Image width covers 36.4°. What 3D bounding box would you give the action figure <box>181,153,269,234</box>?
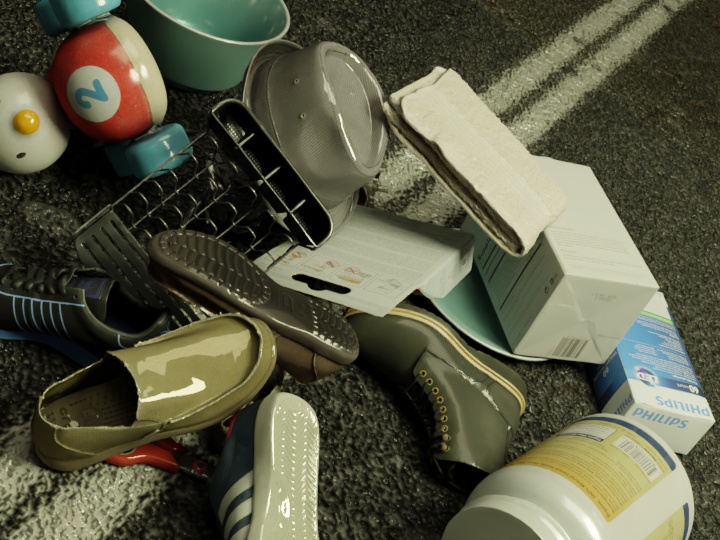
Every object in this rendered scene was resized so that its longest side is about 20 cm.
[{"bbox_3d":[-0.111,-0.092,1.108,0.199,0.118,0.103,-17,85,-54],"label":"action figure"}]

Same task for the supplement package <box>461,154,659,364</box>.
[{"bbox_3d":[0.208,-0.016,1.185,0.120,0.120,0.201,8,41,-23],"label":"supplement package"}]

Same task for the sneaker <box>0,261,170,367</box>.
[{"bbox_3d":[-0.250,0.023,0.901,0.199,0.078,0.070,24,36,-9],"label":"sneaker"}]

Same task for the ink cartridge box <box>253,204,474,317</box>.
[{"bbox_3d":[0.000,0.000,1.079,0.161,0.058,0.200,16,35,25],"label":"ink cartridge box"}]

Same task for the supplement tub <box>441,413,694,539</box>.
[{"bbox_3d":[0.171,0.215,0.904,0.199,0.145,0.144,-18,57,-46],"label":"supplement tub"}]

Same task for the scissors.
[{"bbox_3d":[-0.143,0.158,0.872,0.199,0.014,0.073,34,35,4],"label":"scissors"}]

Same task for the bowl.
[{"bbox_3d":[-0.193,-0.284,1.287,0.199,0.105,0.202,19,36,-15],"label":"bowl"}]

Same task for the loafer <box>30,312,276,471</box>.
[{"bbox_3d":[-0.155,0.089,0.825,0.199,0.068,0.076,-27,70,-11],"label":"loafer"}]

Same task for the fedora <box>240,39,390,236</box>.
[{"bbox_3d":[-0.031,-0.139,1.059,0.176,0.090,0.202,17,61,-49],"label":"fedora"}]

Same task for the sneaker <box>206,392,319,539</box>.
[{"bbox_3d":[-0.081,0.195,0.823,0.075,0.084,0.202,30,55,-40],"label":"sneaker"}]

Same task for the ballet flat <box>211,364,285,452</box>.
[{"bbox_3d":[-0.092,0.080,0.968,0.067,0.047,0.201,23,36,-11],"label":"ballet flat"}]

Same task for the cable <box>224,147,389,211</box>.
[{"bbox_3d":[-0.061,-0.106,1.238,0.198,0.050,0.098,10,56,-7],"label":"cable"}]

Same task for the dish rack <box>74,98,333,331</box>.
[{"bbox_3d":[-0.141,-0.032,0.960,0.200,0.055,0.154,-41,99,-17],"label":"dish rack"}]

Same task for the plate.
[{"bbox_3d":[0.146,0.030,1.211,0.199,0.026,0.201,20,36,-15],"label":"plate"}]

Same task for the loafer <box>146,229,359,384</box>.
[{"bbox_3d":[-0.097,0.040,0.909,0.199,0.071,0.073,33,24,-16],"label":"loafer"}]

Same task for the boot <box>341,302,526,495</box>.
[{"bbox_3d":[0.060,0.118,1.010,0.199,0.078,0.139,25,41,-4],"label":"boot"}]

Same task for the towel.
[{"bbox_3d":[0.118,-0.113,1.084,0.200,0.034,0.132,47,39,3],"label":"towel"}]

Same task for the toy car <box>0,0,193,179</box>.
[{"bbox_3d":[-0.292,-0.148,1.022,0.199,0.185,0.177,-31,18,-18],"label":"toy car"}]

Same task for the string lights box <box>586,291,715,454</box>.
[{"bbox_3d":[0.305,0.098,1.210,0.102,0.059,0.201,16,38,-17],"label":"string lights box"}]
